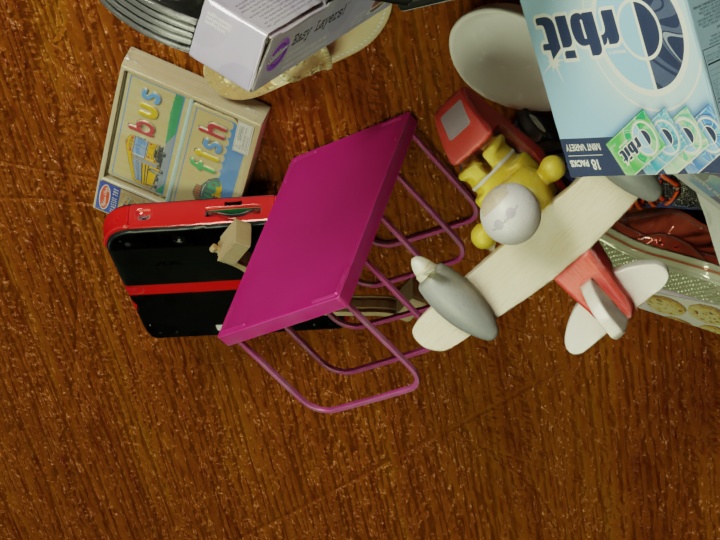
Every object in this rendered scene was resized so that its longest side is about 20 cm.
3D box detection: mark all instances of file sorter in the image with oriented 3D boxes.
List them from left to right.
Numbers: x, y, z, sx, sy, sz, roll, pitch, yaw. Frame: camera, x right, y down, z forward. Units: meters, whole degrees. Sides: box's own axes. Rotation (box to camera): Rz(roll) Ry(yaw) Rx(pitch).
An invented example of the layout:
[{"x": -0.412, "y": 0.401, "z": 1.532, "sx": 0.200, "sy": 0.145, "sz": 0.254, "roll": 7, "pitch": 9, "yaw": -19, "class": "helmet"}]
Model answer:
[{"x": 0.000, "y": 0.000, "z": 1.757, "sx": 0.138, "sy": 0.201, "sz": 0.125, "roll": -18, "pitch": 129, "yaw": 40, "class": "file sorter"}]

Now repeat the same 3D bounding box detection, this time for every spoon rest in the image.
[{"x": 0.160, "y": -0.156, "z": 1.605, "sx": 0.198, "sy": 0.061, "sz": 0.100, "roll": 5, "pitch": 138, "yaw": 21, "class": "spoon rest"}]

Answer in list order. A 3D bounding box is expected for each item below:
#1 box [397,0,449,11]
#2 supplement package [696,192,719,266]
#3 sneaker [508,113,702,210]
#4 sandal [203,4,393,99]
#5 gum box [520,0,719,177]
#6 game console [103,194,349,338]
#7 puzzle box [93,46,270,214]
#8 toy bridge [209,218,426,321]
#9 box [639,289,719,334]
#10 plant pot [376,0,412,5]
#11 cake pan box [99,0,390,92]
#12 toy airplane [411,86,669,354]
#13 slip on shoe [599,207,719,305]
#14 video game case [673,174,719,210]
[{"x": 0.080, "y": -0.276, "z": 1.522, "sx": 0.199, "sy": 0.044, "sz": 0.161, "roll": -9, "pitch": 130, "yaw": 34, "class": "box"}, {"x": 0.312, "y": -0.084, "z": 1.565, "sx": 0.109, "sy": 0.114, "sz": 0.201, "roll": 1, "pitch": 137, "yaw": 28, "class": "supplement package"}, {"x": 0.196, "y": -0.067, "z": 1.673, "sx": 0.198, "sy": 0.079, "sz": 0.076, "roll": 5, "pitch": 139, "yaw": 23, "class": "sneaker"}, {"x": -0.056, "y": -0.170, "z": 1.692, "sx": 0.078, "sy": 0.070, "sz": 0.211, "roll": 42, "pitch": 138, "yaw": -22, "class": "sandal"}, {"x": 0.179, "y": -0.164, "z": 1.419, "sx": 0.169, "sy": 0.044, "sz": 0.202, "roll": 2, "pitch": 112, "yaw": 57, "class": "gum box"}, {"x": -0.121, "y": -0.001, "z": 1.920, "sx": 0.198, "sy": 0.031, "sz": 0.177, "roll": -3, "pitch": 144, "yaw": 13, "class": "game console"}, {"x": -0.159, "y": -0.098, "z": 1.865, "sx": 0.132, "sy": 0.026, "sz": 0.201, "roll": 23, "pitch": 142, "yaw": 3, "class": "puzzle box"}, {"x": -0.042, "y": 0.008, "z": 1.871, "sx": 0.198, "sy": 0.027, "sz": 0.067, "roll": 18, "pitch": 140, "yaw": -23, "class": "toy bridge"}, {"x": 0.326, "y": 0.035, "z": 1.753, "sx": 0.198, "sy": 0.039, "sz": 0.042, "roll": 19, "pitch": 142, "yaw": 7, "class": "box"}, {"x": -0.003, "y": -0.289, "z": 1.382, "sx": 0.176, "sy": 0.200, "sz": 0.201, "roll": 30, "pitch": 122, "yaw": -6, "class": "plant pot"}, {"x": -0.091, "y": -0.210, "z": 1.427, "sx": 0.183, "sy": 0.200, "sz": 0.053, "roll": 30, "pitch": 126, "yaw": 15, "class": "cake pan box"}, {"x": 0.133, "y": -0.029, "z": 1.579, "sx": 0.197, "sy": 0.202, "sz": 0.141, "roll": 8, "pitch": -176, "yaw": 24, "class": "toy airplane"}, {"x": 0.228, "y": -0.030, "z": 1.720, "sx": 0.199, "sy": 0.062, "sz": 0.074, "roll": 20, "pitch": 163, "yaw": 27, "class": "slip on shoe"}, {"x": 0.294, "y": -0.080, "z": 1.443, "sx": 0.199, "sy": 0.023, "sz": 0.182, "roll": 36, "pitch": 149, "yaw": -3, "class": "video game case"}]
